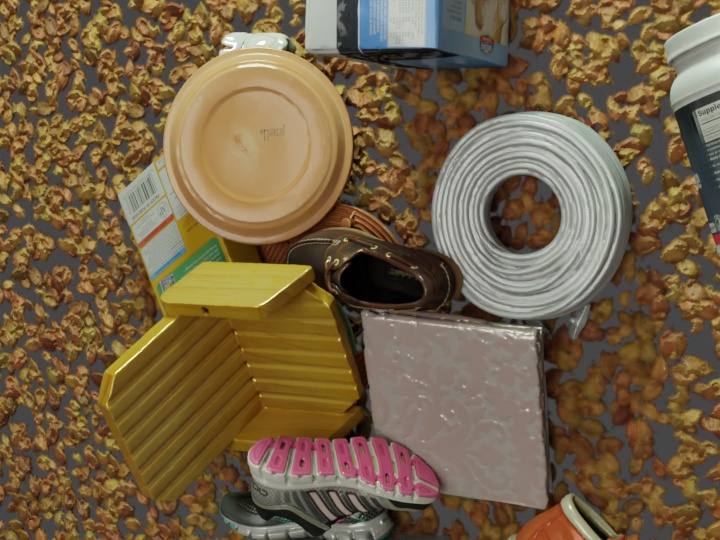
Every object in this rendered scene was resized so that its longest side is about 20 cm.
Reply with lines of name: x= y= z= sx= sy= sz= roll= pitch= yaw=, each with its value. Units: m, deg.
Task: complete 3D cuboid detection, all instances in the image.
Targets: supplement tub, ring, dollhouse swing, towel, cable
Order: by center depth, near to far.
supplement tub: x=0.344 y=-0.116 z=0.977 sx=0.139 sy=0.140 sz=0.203 roll=-18 pitch=87 yaw=26
cable: x=0.159 y=-0.052 z=1.114 sx=0.199 sy=0.069 sz=0.202 roll=33 pitch=109 yaw=20
dollhouse swing: x=-0.121 y=0.125 z=1.139 sx=0.179 sy=0.176 sz=0.202 roll=2 pitch=128 yaw=26
towel: x=0.096 y=0.134 z=1.157 sx=0.189 sy=0.032 sz=0.203 roll=5 pitch=115 yaw=25
ring: x=-0.034 y=0.030 z=1.218 sx=0.198 sy=0.019 sz=0.204 roll=3 pitch=97 yaw=27

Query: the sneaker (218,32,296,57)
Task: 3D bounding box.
sneaker: x=-0.100 y=-0.154 z=1.234 sx=0.080 sy=0.075 sz=0.203 roll=-4 pitch=94 yaw=17

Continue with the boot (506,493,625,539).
boot: x=0.233 y=0.312 z=1.116 sx=0.107 sy=0.075 sz=0.200 roll=-46 pitch=75 yaw=17

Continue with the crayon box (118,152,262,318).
crayon box: x=-0.181 y=-0.027 z=1.269 sx=0.125 sy=0.051 sz=0.202 roll=-35 pitch=70 yaw=34

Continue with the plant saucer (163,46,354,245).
plant saucer: x=-0.105 y=-0.128 z=1.191 sx=0.197 sy=0.032 sz=0.204 roll=0 pitch=91 yaw=2

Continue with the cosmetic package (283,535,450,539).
cosmetic package: x=-0.021 y=0.315 z=1.196 sx=0.197 sy=0.150 sz=0.052 roll=-7 pitch=93 yaw=26

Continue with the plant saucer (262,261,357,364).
plant saucer: x=-0.087 y=0.091 z=1.275 sx=0.198 sy=0.027 sz=0.203 roll=3 pitch=97 yaw=27

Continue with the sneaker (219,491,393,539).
sneaker: x=-0.060 y=0.238 z=1.250 sx=0.197 sy=0.077 sz=0.093 roll=-2 pitch=97 yaw=18

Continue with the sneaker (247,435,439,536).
sneaker: x=-0.021 y=0.221 z=1.166 sx=0.197 sy=0.074 sz=0.088 roll=7 pitch=124 yaw=-13

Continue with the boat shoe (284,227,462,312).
boat shoe: x=0.000 y=0.000 z=1.140 sx=0.198 sy=0.070 sz=0.071 roll=6 pitch=105 yaw=34

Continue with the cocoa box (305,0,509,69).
cocoa box: x=0.050 y=-0.259 z=1.074 sx=0.130 sy=0.199 sz=0.136 roll=4 pitch=96 yaw=25
